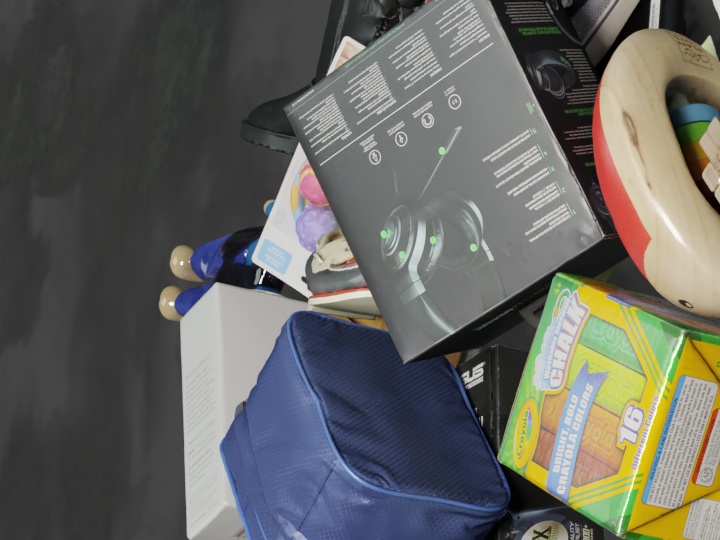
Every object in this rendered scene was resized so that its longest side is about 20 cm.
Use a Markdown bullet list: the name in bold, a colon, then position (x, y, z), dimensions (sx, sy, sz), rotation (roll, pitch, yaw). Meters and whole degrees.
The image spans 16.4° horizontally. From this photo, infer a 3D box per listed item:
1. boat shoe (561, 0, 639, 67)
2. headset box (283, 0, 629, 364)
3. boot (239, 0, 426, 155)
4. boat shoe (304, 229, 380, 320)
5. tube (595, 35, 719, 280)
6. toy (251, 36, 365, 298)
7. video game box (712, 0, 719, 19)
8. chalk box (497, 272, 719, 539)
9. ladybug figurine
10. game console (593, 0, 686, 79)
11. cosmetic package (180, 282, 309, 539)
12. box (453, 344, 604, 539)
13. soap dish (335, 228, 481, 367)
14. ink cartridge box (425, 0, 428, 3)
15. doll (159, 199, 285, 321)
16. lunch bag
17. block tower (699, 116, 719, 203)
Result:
- **boat shoe**: position (0.154, -0.229, 1.626), dimensions (0.201, 0.092, 0.075), rotation (-59, 26, 0)
- **headset box**: position (0.075, -0.059, 1.564), dimensions (0.174, 0.093, 0.201), rotation (-34, 75, 33)
- **boot**: position (-0.018, -0.167, 2.020), dimensions (0.198, 0.073, 0.164), rotation (16, 96, 57)
- **boat shoe**: position (0.000, 0.000, 1.700), dimensions (0.200, 0.071, 0.063), rotation (169, 110, -82)
- **tube**: position (0.177, -0.055, 1.614), dimensions (0.058, 0.052, 0.200), rotation (47, 123, 18)
- **toy**: position (-0.012, -0.065, 1.925), dimensions (0.115, 0.047, 0.201), rotation (32, 109, 21)
- **video game box**: position (0.290, -0.154, 1.429), dimensions (0.200, 0.047, 0.183), rotation (-52, 34, 41)
- **chalk box**: position (0.170, 0.080, 1.476), dimensions (0.200, 0.123, 0.125), rotation (25, 101, 63)
- **ladybug figurine**: position (0.191, -0.054, 1.474), dimensions (0.072, 0.135, 0.201), rotation (-43, 46, 39)
- **game console**: position (0.153, -0.120, 1.654), dimensions (0.177, 0.031, 0.201), rotation (-34, 36, 41)
- **cosmetic package**: position (-0.084, 0.119, 1.991), dimensions (0.074, 0.101, 0.201), rotation (-44, 40, 46)
- **box**: position (0.074, 0.163, 1.673), dimensions (0.200, 0.086, 0.165), rotation (-35, 48, 54)
- **soap dish**: position (0.044, -0.023, 1.823), dimensions (0.157, 0.081, 0.201), rotation (40, 115, 61)
- **ink cartridge box**: position (0.092, -0.266, 1.835), dimensions (0.200, 0.050, 0.162), rotation (-19, 49, 58)
- **doll**: position (-0.099, 0.003, 2.130), dimensions (0.200, 0.048, 0.137), rotation (-17, 54, 54)
- **lunch bag**: position (-0.007, 0.130, 1.597), dimensions (0.133, 0.135, 0.200), rotation (-60, 30, 27)
- **block tower**: position (0.257, -0.122, 1.372), dimensions (0.201, 0.057, 0.054), rotation (-61, 33, 27)
